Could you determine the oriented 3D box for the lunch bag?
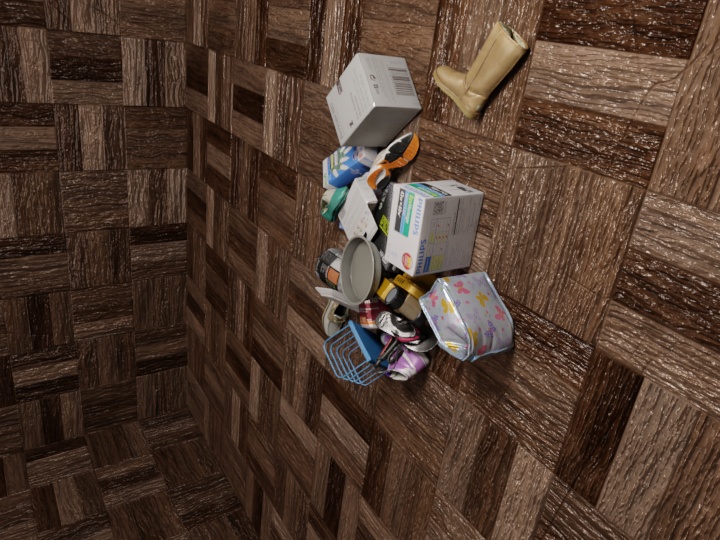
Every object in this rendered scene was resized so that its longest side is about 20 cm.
[{"bbox_3d":[0.259,0.119,1.346,0.202,0.168,0.128,62,141,25],"label":"lunch bag"}]

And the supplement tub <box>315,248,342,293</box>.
[{"bbox_3d":[-0.052,0.015,1.837,0.199,0.121,0.124,33,124,48],"label":"supplement tub"}]

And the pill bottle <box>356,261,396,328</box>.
[{"bbox_3d":[0.045,0.067,1.707,0.114,0.113,0.204,-2,96,56],"label":"pill bottle"}]

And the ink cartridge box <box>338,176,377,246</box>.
[{"bbox_3d":[0.004,-0.152,1.685,0.175,0.043,0.200,66,153,19],"label":"ink cartridge box"}]

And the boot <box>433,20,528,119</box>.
[{"bbox_3d":[0.272,-0.480,1.290,0.176,0.066,0.201,53,139,18],"label":"boot"}]

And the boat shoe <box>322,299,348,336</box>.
[{"bbox_3d":[-0.083,0.151,1.958,0.068,0.074,0.203,45,132,49],"label":"boat shoe"}]

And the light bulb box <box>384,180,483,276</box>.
[{"bbox_3d":[0.179,-0.108,1.387,0.124,0.198,0.201,33,123,48],"label":"light bulb box"}]

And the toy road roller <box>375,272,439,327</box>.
[{"bbox_3d":[0.138,0.054,1.561,0.147,0.122,0.200,-53,19,-1],"label":"toy road roller"}]

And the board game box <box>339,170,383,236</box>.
[{"bbox_3d":[-0.001,-0.217,1.777,0.199,0.041,0.203,21,114,53],"label":"board game box"}]

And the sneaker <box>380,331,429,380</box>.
[{"bbox_3d":[0.098,0.252,1.660,0.200,0.114,0.073,29,151,52],"label":"sneaker"}]

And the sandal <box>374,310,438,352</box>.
[{"bbox_3d":[0.126,0.171,1.587,0.198,0.045,0.076,23,75,22],"label":"sandal"}]

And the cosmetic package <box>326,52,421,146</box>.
[{"bbox_3d":[0.033,-0.465,1.558,0.200,0.163,0.167,-37,66,53],"label":"cosmetic package"}]

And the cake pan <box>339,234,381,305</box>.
[{"bbox_3d":[0.000,0.000,1.626,0.199,0.036,0.204,-10,78,59],"label":"cake pan"}]

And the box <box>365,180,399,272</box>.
[{"bbox_3d":[0.091,-0.127,1.588,0.195,0.047,0.201,-66,28,22],"label":"box"}]

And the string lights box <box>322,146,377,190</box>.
[{"bbox_3d":[-0.033,-0.334,1.726,0.199,0.058,0.104,-30,54,42],"label":"string lights box"}]

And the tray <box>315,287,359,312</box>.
[{"bbox_3d":[-0.045,0.100,1.790,0.107,0.198,0.022,6,72,56],"label":"tray"}]

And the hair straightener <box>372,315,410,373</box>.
[{"bbox_3d":[0.104,0.215,1.614,0.077,0.201,0.041,24,160,49],"label":"hair straightener"}]

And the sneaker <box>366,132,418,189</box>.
[{"bbox_3d":[0.086,-0.326,1.589,0.200,0.075,0.093,-41,31,33],"label":"sneaker"}]

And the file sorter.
[{"bbox_3d":[-0.007,0.264,1.729,0.122,0.200,0.140,-35,62,10],"label":"file sorter"}]

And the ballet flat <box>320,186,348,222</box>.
[{"bbox_3d":[-0.091,-0.215,1.776,0.070,0.068,0.200,29,155,-2],"label":"ballet flat"}]
